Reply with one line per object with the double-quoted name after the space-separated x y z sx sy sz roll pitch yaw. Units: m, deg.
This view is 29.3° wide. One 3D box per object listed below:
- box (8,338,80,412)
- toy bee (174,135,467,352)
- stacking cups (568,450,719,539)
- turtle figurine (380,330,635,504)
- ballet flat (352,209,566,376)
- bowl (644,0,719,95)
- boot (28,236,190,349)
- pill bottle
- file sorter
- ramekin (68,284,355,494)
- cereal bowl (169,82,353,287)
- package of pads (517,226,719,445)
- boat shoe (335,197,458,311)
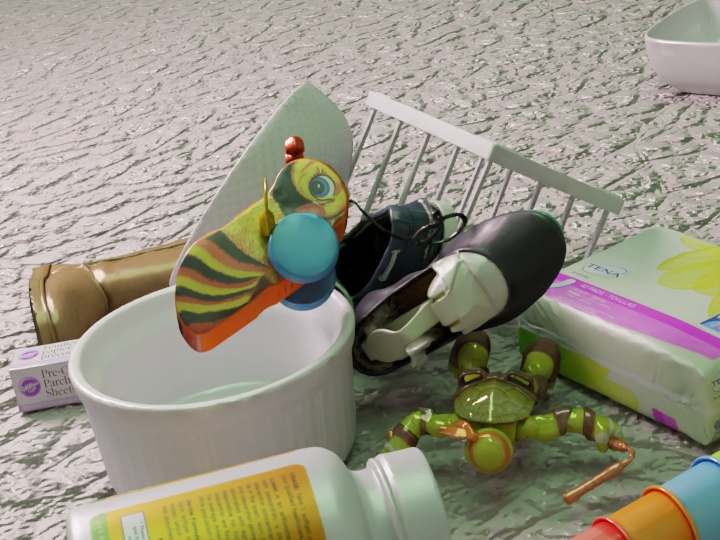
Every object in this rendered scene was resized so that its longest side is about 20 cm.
-0.176 0.071 1.093 0.197 0.042 0.039 -9 23 -3 "box"
-0.047 -0.029 0.937 0.198 0.131 0.110 -16 67 -33 "toy bee"
0.192 0.135 0.791 0.198 0.061 0.060 -19 25 -23 "stacking cups"
0.081 0.092 0.921 0.197 0.065 0.162 -8 21 13 "turtle figurine"
0.058 0.024 0.943 0.199 0.074 0.073 -30 4 43 "ballet flat"
0.439 -0.254 1.571 0.198 0.076 0.199 11 30 36 "bowl"
-0.185 0.013 1.197 0.197 0.067 0.175 -11 24 -9 "boot"
-0.053 0.161 0.754 0.197 0.113 0.111 -13 24 -10 "pill bottle"
0.085 -0.047 1.119 0.137 0.126 0.200 18 8 -32 "file sorter"
-0.095 0.087 0.955 0.197 0.099 0.201 -7 24 3 "ramekin"
-0.066 -0.047 1.115 0.083 0.201 0.200 33 30 0 "cereal bowl"
0.230 0.038 0.989 0.153 0.069 0.199 -22 27 -27 "package of pads"
0.000 0.000 1.056 0.061 0.076 0.199 6 -19 -29 "boat shoe"
